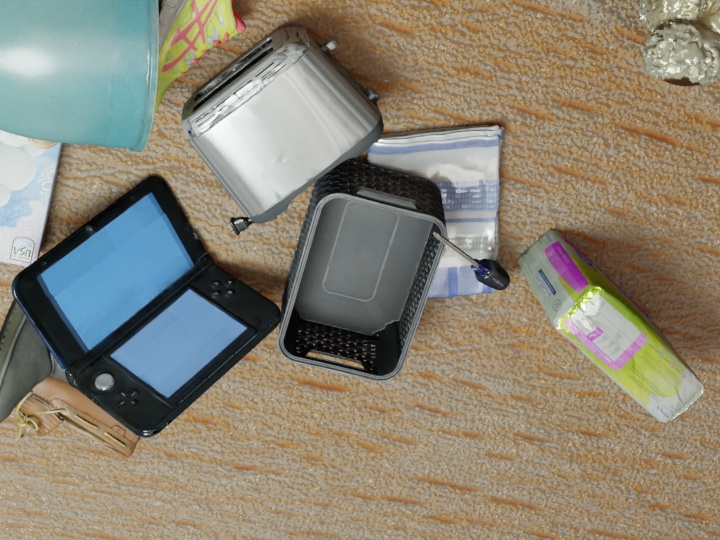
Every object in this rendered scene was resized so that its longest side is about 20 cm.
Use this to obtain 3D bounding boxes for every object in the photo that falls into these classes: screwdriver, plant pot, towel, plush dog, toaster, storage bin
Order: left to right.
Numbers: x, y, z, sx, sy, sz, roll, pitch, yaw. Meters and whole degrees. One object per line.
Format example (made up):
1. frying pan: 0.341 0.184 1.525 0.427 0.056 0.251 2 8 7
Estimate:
1. plant pot: -0.283 -0.203 0.997 0.187 0.200 0.201 -2 116 -19
2. toaster: -0.085 -0.141 1.127 0.200 0.114 0.129 -36 112 11
3. storage bin: 0.000 0.000 1.204 0.135 0.094 0.200 14 118 -8
4. towel: 0.081 -0.058 1.243 0.146 0.024 0.201 -5 116 -6
5. screwdriver: 0.109 -0.010 1.183 0.029 0.028 0.200 -17 159 26
6. plush dog: 0.285 -0.288 1.069 0.171 0.200 0.161 31 122 -9

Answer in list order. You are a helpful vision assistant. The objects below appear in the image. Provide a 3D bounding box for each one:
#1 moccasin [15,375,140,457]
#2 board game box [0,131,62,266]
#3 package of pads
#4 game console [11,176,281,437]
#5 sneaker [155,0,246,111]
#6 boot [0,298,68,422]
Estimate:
1. moccasin: -0.331 0.149 1.242 0.201 0.074 0.078 26 72 -27
2. board game box: -0.395 -0.116 1.124 0.199 0.043 0.200 12 114 -15
3. package of pads: 0.272 0.061 1.258 0.200 0.155 0.068 40 104 -24
4. game console: -0.204 0.032 1.139 0.200 0.170 0.119 -43 148 -29
5. sneaker: -0.155 -0.229 1.093 0.090 0.078 0.200 19 113 -25
6. boot: -0.279 0.113 1.194 0.200 0.182 0.073 27 143 -19
